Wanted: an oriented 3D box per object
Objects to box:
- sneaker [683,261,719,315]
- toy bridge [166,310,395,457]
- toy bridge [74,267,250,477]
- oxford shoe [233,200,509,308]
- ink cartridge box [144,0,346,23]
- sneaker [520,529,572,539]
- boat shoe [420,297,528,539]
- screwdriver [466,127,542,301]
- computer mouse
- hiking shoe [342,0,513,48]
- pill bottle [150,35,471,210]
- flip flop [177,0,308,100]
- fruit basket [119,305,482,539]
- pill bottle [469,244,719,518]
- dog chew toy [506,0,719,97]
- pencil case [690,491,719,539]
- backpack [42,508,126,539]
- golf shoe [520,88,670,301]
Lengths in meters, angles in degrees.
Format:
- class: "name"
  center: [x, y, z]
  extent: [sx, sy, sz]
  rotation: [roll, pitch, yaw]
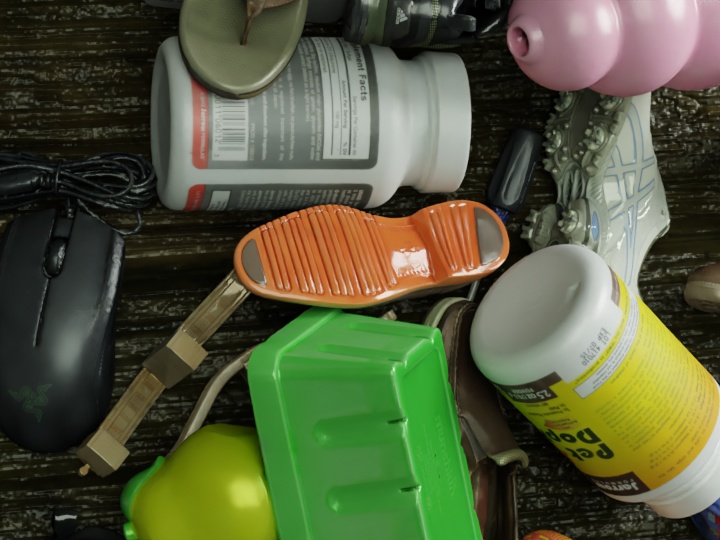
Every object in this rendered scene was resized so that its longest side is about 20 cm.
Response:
- class: "sneaker"
  center: [0.317, -0.003, 1.678]
  extent: [0.200, 0.070, 0.076]
  rotation: [4, 83, -22]
- class: "toy bridge"
  center: [-0.058, 0.083, 1.596]
  extent: [0.200, 0.027, 0.067]
  rotation: [-34, 93, -15]
- class: "toy bridge"
  center: [-0.123, 0.060, 1.568]
  extent: [0.027, 0.067, 0.200]
  rotation: [42, 65, -7]
- class: "oxford shoe"
  center: [0.000, 0.000, 1.580]
  extent: [0.200, 0.073, 0.071]
  rotation: [-3, 70, -29]
- class: "ink cartridge box"
  center: [-0.069, -0.279, 1.605]
  extent: [0.146, 0.086, 0.200]
  rotation: [4, 83, -12]
- class: "sneaker"
  center: [0.197, 0.221, 1.638]
  extent: [0.200, 0.073, 0.077]
  rotation: [26, 58, -13]
- class: "boat shoe"
  center: [0.082, 0.119, 1.598]
  extent: [0.075, 0.075, 0.203]
  rotation: [-4, 93, -49]
- class: "screwdriver"
  center: [0.085, -0.005, 1.644]
  extent: [0.028, 0.029, 0.200]
  rotation: [20, 80, -10]
- class: "computer mouse"
  center: [-0.207, 0.019, 1.550]
  extent: [0.138, 0.053, 0.200]
  rotation: [2, 88, 6]
- class: "hiking shoe"
  center: [0.055, -0.179, 1.573]
  extent: [0.101, 0.200, 0.076]
  rotation: [14, 112, 11]
- class: "pill bottle"
  center: [-0.034, -0.097, 1.580]
  extent: [0.200, 0.116, 0.116]
  rotation: [0, 85, -13]
- class: "flip flop"
  center: [-0.052, -0.202, 1.519]
  extent: [0.081, 0.058, 0.200]
  rotation: [30, 77, 4]
- class: "fruit basket"
  center: [-0.043, 0.135, 1.525]
  extent: [0.215, 0.155, 0.216]
  rotation: [6, 107, 20]
- class: "pill bottle"
  center: [0.169, 0.080, 1.589]
  extent: [0.200, 0.109, 0.109]
  rotation: [44, 76, -32]
- class: "dog chew toy"
  center: [0.179, -0.170, 1.555]
  extent: [0.200, 0.124, 0.125]
  rotation: [-17, 89, -33]
- class: "pencil case"
  center: [0.324, 0.134, 1.660]
  extent: [0.200, 0.078, 0.087]
  rotation: [-37, 115, -14]
- class: "backpack"
  center: [-0.148, 0.282, 1.510]
  extent: [0.200, 0.154, 0.191]
  rotation: [30, 90, -11]
- class: "golf shoe"
  center: [0.177, -0.064, 1.659]
  extent: [0.097, 0.078, 0.200]
  rotation: [20, 83, -31]
